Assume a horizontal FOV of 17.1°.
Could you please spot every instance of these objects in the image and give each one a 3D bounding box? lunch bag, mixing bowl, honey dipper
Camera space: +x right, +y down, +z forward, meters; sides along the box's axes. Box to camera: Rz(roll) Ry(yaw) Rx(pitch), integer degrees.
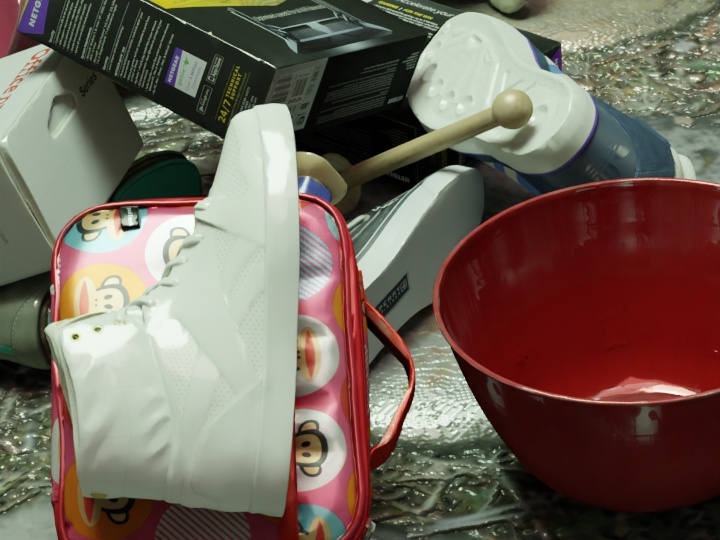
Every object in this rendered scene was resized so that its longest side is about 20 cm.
[{"bbox_3d":[-0.060,0.063,1.161,0.176,0.082,0.200,-3,65,-2],"label":"lunch bag"},{"bbox_3d":[0.139,0.050,1.195,0.200,0.108,0.200,-5,32,3],"label":"mixing bowl"},{"bbox_3d":[0.023,-0.067,1.366,0.200,0.038,0.038,-23,13,45],"label":"honey dipper"}]

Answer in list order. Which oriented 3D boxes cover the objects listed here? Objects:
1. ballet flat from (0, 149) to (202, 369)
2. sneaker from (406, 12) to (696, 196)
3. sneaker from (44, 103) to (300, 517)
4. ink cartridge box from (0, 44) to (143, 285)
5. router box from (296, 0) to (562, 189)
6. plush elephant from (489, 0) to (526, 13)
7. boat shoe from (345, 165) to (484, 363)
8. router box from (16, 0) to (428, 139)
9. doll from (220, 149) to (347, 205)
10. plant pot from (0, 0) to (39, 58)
[{"bbox_3d":[-0.160,-0.013,1.377,0.064,0.067,0.200,4,33,24],"label":"ballet flat"},{"bbox_3d":[0.121,-0.070,1.405,0.081,0.146,0.200,-54,30,2],"label":"sneaker"},{"bbox_3d":[-0.086,0.011,1.099,0.115,0.074,0.200,3,67,-3],"label":"sneaker"},{"bbox_3d":[-0.241,-0.045,1.358,0.200,0.083,0.147,-16,26,25],"label":"ink cartridge box"},{"bbox_3d":[0.008,-0.126,1.545,0.200,0.051,0.149,23,39,36],"label":"router box"},{"bbox_3d":[0.041,-0.251,1.666,0.200,0.155,0.165,-23,27,-14],"label":"plush elephant"},{"bbox_3d":[0.000,0.000,1.337,0.068,0.072,0.200,17,45,27],"label":"boat shoe"},{"bbox_3d":[-0.074,-0.136,1.362,0.157,0.052,0.200,28,21,19],"label":"router box"},{"bbox_3d":[-0.062,0.030,1.243,0.136,0.048,0.200,6,60,20],"label":"doll"},{"bbox_3d":[-0.162,-0.219,1.605,0.179,0.200,0.200,1,29,-23],"label":"plant pot"}]
